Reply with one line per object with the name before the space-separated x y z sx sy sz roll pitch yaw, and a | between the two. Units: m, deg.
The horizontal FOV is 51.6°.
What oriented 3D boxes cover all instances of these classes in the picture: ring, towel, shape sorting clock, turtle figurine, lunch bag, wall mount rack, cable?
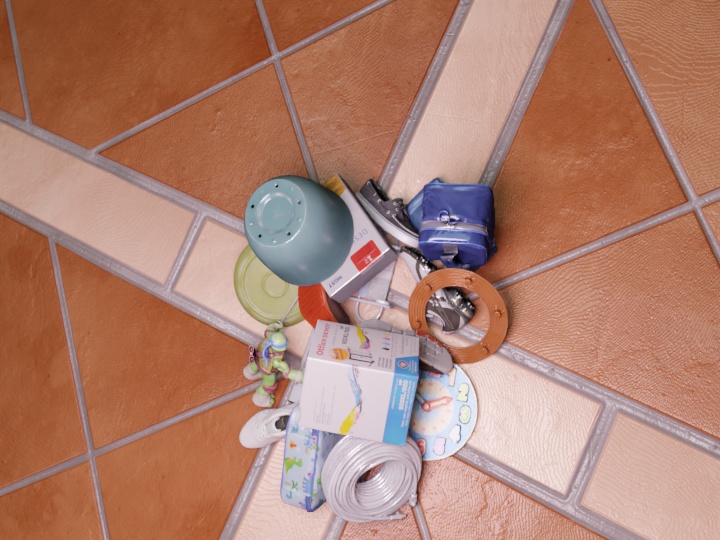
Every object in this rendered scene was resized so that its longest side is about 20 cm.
ring | 0.184 0.092 1.435 0.196 0.019 0.205 7 114 16
towel | 0.180 -0.085 1.519 0.111 0.048 0.201 -42 69 6
shape sorting clock | 0.130 0.267 1.455 0.195 0.039 0.205 -3 77 13
turtle figurine | -0.153 0.182 1.528 0.143 0.200 0.195 40 131 4
lunch bag | -0.082 0.344 1.437 0.081 0.160 0.205 10 98 22
wall mount rack | 0.000 0.000 1.546 0.170 0.074 0.204 11 80 23
lunch bag | 0.180 -0.076 1.385 0.133 0.200 0.136 4 81 14
cable | 0.023 0.378 1.388 0.069 0.196 0.204 47 130 54

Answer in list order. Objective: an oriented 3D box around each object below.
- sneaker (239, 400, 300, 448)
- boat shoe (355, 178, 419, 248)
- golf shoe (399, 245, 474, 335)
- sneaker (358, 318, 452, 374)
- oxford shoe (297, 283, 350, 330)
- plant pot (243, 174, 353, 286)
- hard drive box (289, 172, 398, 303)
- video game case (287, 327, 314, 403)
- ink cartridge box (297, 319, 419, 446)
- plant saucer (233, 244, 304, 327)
sneaker | -0.179 0.315 1.520 0.198 0.080 0.072 -27 80 24
boat shoe | 0.065 -0.124 1.540 0.200 0.069 0.067 46 110 40
golf shoe | 0.134 0.040 1.480 0.095 0.078 0.200 -45 80 15
sneaker | 0.083 0.163 1.451 0.196 0.077 0.083 23 122 11
oxford shoe | -0.068 0.087 1.490 0.071 0.072 0.202 -42 55 25
plant pot | -0.129 -0.088 1.406 0.196 0.161 0.206 -4 76 18
hard drive box | -0.042 -0.064 1.499 0.155 0.077 0.201 -39 70 6
video game case | -0.035 0.216 1.534 0.196 0.025 0.184 17 83 21
ink cartridge box | -0.001 0.199 1.343 0.195 0.148 0.148 10 114 1
plant saucer | -0.177 0.026 1.575 0.195 0.031 0.205 1 102 5
